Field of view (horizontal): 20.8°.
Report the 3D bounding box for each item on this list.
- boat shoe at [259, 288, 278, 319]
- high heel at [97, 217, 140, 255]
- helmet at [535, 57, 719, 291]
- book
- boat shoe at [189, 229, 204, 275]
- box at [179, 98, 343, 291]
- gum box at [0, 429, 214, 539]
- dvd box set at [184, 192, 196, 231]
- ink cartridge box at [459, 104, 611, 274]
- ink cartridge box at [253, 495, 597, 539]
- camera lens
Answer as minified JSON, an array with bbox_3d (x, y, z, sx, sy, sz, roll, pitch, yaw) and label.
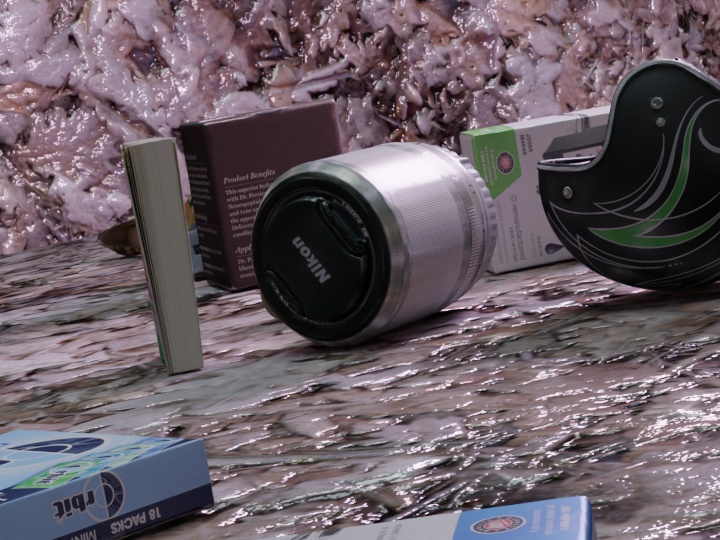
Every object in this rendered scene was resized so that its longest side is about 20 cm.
[{"bbox_3d":[0.000,0.000,1.916,0.199,0.075,0.068,-8,12,28],"label":"boat shoe"},{"bbox_3d":[-0.339,-0.060,2.986,0.141,0.072,0.200,-4,-10,-1],"label":"high heel"},{"bbox_3d":[0.256,-0.076,1.665,0.199,0.192,0.200,28,10,-6],"label":"helmet"},{"bbox_3d":[-0.177,-0.017,1.756,0.048,0.202,0.134,-11,6,-9],"label":"book"},{"bbox_3d":[-0.160,-0.028,2.512,0.200,0.075,0.086,-16,-5,17],"label":"boat shoe"},{"bbox_3d":[-0.109,-0.092,2.351,0.164,0.202,0.164,-11,6,-14],"label":"box"},{"bbox_3d":[-0.213,0.136,1.149,0.169,0.045,0.199,-15,9,-41],"label":"gum box"},{"bbox_3d":[-0.170,-0.065,2.571,0.145,0.030,0.200,-10,-22,-25],"label":"dvd box set"},{"bbox_3d":[0.216,-0.088,2.044,0.198,0.147,0.084,-11,6,-6],"label":"ink cartridge box"},{"bbox_3d":[-0.020,0.139,0.616,0.198,0.085,0.146,-10,7,9],"label":"ink cartridge box"},{"bbox_3d":[0.012,-0.027,1.739,0.159,0.161,0.199,-6,7,34],"label":"camera lens"}]
